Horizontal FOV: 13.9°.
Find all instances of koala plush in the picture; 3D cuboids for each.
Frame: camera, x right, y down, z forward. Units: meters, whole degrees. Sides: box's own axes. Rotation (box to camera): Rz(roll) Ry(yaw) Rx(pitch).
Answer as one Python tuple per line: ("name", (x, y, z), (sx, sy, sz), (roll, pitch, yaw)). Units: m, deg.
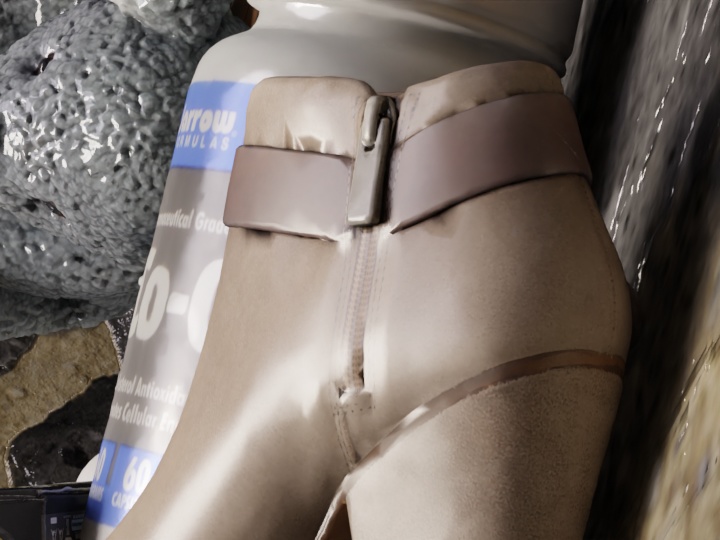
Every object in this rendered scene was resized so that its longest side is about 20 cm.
("koala plush", (-0.086, -0.051, 1.030), (0.200, 0.183, 0.178), (-2, 89, 63))

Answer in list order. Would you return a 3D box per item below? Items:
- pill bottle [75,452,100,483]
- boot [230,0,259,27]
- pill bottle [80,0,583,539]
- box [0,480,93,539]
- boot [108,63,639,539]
("pill bottle", (-0.062, 0.129, 1.080), (0.111, 0.111, 0.201), (-94, 19, -72))
("boot", (-0.018, -0.082, 1.258), (0.070, 0.200, 0.147), (22, 134, 65))
("pill bottle", (-0.003, -0.002, 0.835), (0.114, 0.113, 0.201), (161, 122, -83))
("box", (-0.092, 0.145, 0.896), (0.200, 0.049, 0.162), (20, -113, -83))
("boot", (-0.016, 0.028, 0.716), (0.200, 0.070, 0.147), (-7, 81, 39))
